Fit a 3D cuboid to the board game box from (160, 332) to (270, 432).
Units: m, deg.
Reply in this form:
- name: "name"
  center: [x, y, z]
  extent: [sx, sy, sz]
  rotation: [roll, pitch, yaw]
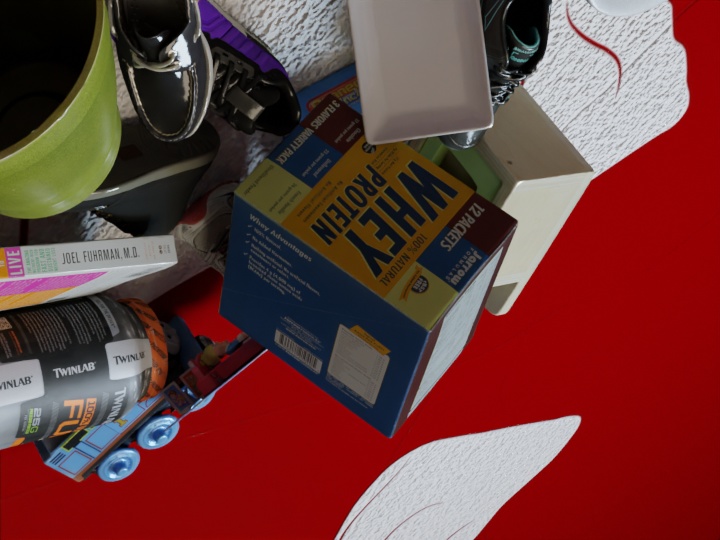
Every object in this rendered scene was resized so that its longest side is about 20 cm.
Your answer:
- name: "board game box"
  center: [-0.117, 0.074, 1.455]
  extent: [0.200, 0.039, 0.158]
  rotation: [-39, 180, -28]

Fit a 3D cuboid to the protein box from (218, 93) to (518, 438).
- name: "protein box"
  center: [0.000, 0.000, 1.319]
  extent: [0.135, 0.198, 0.200]
  rotation: [-48, 166, -30]

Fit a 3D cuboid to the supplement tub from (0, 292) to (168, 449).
- name: "supplement tub"
  center: [-0.280, 0.087, 1.381]
  extent: [0.199, 0.123, 0.123]
  rotation: [-11, 142, -37]

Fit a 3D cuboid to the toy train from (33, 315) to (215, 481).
- name: "toy train"
  center: [-0.232, 0.128, 1.531]
  extent: [0.200, 0.087, 0.114]
  rotation: [-42, 142, 6]

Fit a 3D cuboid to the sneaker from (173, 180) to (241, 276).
- name: "sneaker"
  center: [-0.104, -0.020, 1.449]
  extent: [0.078, 0.082, 0.200]
  rotation: [-40, 152, 8]

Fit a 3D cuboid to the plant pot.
- name: "plant pot"
  center: [-0.248, -0.126, 1.061]
  extent: [0.200, 0.201, 0.193]
  rotation: [-33, 162, -4]

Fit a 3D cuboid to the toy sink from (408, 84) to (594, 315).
- name: "toy sink"
  center: [0.103, -0.059, 1.452]
  extent: [0.112, 0.131, 0.200]
  rotation: [-10, 143, -38]

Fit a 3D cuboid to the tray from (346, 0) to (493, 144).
- name: "tray"
  center: [0.044, -0.208, 1.252]
  extent: [0.107, 0.201, 0.022]
  rotation: [-7, -169, 1]

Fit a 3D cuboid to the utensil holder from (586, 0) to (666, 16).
- name: "utensil holder"
  center: [0.180, -0.319, 1.201]
  extent: [0.169, 0.200, 0.170]
  rotation: [-26, 150, -16]

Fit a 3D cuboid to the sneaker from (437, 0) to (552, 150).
- name: "sneaker"
  center: [0.107, -0.178, 1.285]
  extent: [0.075, 0.079, 0.201]
  rotation: [-5, 130, -26]

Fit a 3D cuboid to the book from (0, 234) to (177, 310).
- name: "book"
  center: [-0.270, 0.003, 1.280]
  extent: [0.199, 0.048, 0.133]
  rotation: [-6, 173, -43]

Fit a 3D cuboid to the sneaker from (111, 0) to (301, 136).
- name: "sneaker"
  center: [-0.111, -0.160, 1.221]
  extent: [0.070, 0.100, 0.200]
  rotation: [-45, 146, 17]

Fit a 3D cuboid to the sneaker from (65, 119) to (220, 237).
- name: "sneaker"
  center: [-0.212, -0.060, 1.288]
  extent: [0.199, 0.075, 0.106]
  rotation: [-14, 145, -35]

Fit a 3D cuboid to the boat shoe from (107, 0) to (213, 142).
- name: "boat shoe"
  center: [-0.147, -0.181, 1.121]
  extent: [0.073, 0.060, 0.201]
  rotation: [5, 118, 3]

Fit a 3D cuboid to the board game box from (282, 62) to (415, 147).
- name: "board game box"
  center: [0.028, -0.124, 1.468]
  extent: [0.199, 0.056, 0.196]
  rotation: [-29, 150, -13]
